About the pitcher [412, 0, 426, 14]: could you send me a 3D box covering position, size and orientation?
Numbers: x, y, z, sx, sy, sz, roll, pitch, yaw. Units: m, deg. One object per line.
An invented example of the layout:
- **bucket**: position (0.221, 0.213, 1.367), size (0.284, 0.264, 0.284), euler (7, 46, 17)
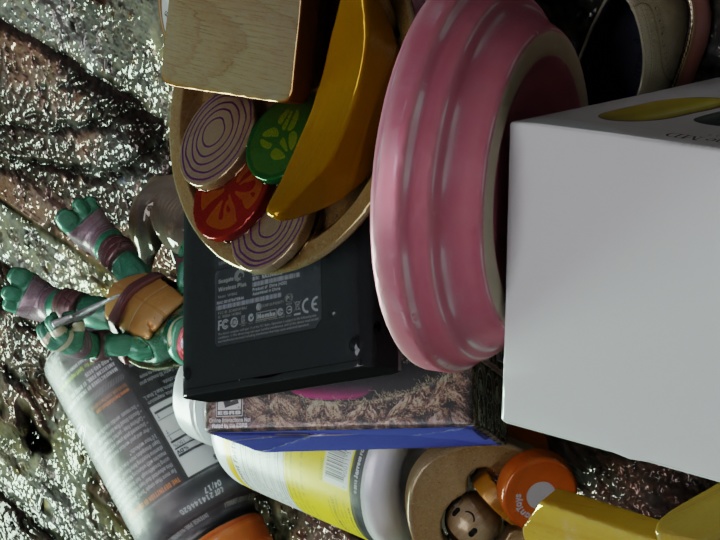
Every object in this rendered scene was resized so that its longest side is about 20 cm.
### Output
- **pitcher**: position (0.050, -0.175, 0.940), size (0.171, 0.122, 0.200), euler (30, 160, 17)

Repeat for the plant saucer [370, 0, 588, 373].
- **plant saucer**: position (0.068, -0.047, 0.846), size (0.050, 0.200, 0.203), euler (8, 107, 25)

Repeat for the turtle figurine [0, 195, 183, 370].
- **turtle figurine**: position (-0.150, 0.019, 1.121), size (0.199, 0.149, 0.101), euler (20, 139, 45)

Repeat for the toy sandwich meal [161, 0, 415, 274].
- **toy sandwich meal**: position (-0.049, -0.100, 0.857), size (0.204, 0.070, 0.207), euler (-10, 75, 43)

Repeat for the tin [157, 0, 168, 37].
- **tin**: position (-0.082, -0.166, 1.104), size (0.200, 0.042, 0.113), euler (52, 137, 44)

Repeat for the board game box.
- **board game box**: position (0.000, 0.000, 0.988), size (0.158, 0.097, 0.202), euler (-4, 77, 15)

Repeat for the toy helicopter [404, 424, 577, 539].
- **toy helicopter**: position (0.080, 0.195, 1.040), size (0.079, 0.131, 0.202), euler (-121, 12, -70)

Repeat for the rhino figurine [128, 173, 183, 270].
- **rhino figurine**: position (-0.088, -0.028, 1.171), size (0.199, 0.060, 0.088), euler (-2, 100, 41)

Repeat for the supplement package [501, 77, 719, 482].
- **supplement package**: position (0.187, -0.004, 0.828), size (0.151, 0.199, 0.152), euler (12, 109, 39)

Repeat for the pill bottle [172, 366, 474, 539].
- **pill bottle**: position (-0.028, 0.102, 1.111), size (0.199, 0.112, 0.113), euler (18, 112, 39)

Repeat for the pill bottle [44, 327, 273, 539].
- **pill bottle**: position (-0.141, 0.130, 1.224), size (0.106, 0.106, 0.201), euler (-43, 72, 40)

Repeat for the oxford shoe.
- **oxford shoe**: position (0.134, -0.071, 0.946), size (0.070, 0.073, 0.202), euler (25, 116, 35)

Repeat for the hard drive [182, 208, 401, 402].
- **hard drive**: position (-0.041, -0.037, 0.911), size (0.139, 0.033, 0.202), euler (-12, 73, 39)

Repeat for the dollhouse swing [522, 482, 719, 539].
- **dollhouse swing**: position (0.217, 0.178, 0.892), size (0.176, 0.181, 0.202), euler (29, 141, 62)
